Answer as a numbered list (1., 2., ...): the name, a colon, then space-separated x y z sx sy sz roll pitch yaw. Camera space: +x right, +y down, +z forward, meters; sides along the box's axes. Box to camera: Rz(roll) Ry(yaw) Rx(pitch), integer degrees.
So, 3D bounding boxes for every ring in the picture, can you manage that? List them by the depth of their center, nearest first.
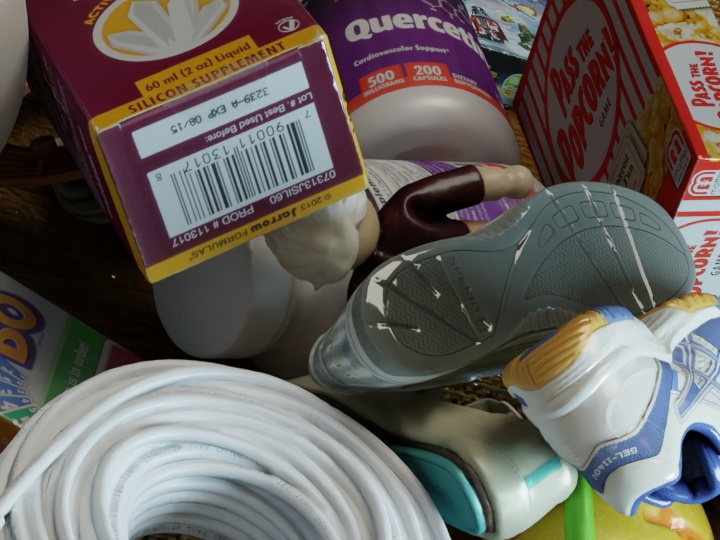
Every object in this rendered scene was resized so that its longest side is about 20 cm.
1. ring: -0.123 -0.095 1.334 0.200 0.019 0.200 -14 26 7

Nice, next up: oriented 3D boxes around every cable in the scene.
1. cable: -0.063 0.126 1.098 0.200 0.069 0.200 25 40 1

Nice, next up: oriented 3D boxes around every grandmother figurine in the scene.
1. grandmother figurine: 0.036 0.001 1.247 0.200 0.121 0.061 21 1 -36

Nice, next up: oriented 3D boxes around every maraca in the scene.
1. maraca: 0.110 0.127 1.221 0.107 0.137 0.200 -5 28 8

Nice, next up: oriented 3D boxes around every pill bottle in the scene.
1. pill bottle: 0.000 0.000 1.324 0.200 0.111 0.111 -1 42 -40
2. pill bottle: 0.017 -0.102 1.488 0.112 0.112 0.200 14 34 -23

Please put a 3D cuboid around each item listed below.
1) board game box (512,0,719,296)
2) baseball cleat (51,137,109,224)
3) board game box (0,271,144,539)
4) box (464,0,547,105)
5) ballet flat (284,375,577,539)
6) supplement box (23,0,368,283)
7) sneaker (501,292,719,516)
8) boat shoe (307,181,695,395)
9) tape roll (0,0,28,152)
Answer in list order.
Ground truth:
1. board game box: 0.141 -0.072 1.346 0.046 0.152 0.200 -1 46 -17
2. baseball cleat: -0.110 -0.073 1.384 0.106 0.070 0.200 -13 9 3
3. board game box: -0.164 0.043 1.212 0.200 0.030 0.096 29 31 6
4. box: 0.071 -0.163 1.693 0.200 0.040 0.137 14 33 -23
5. ballet flat: 0.028 0.077 1.201 0.069 0.070 0.200 6 6 -33
6. supplement box: -0.088 -0.095 1.207 0.110 0.086 0.200 -23 36 -10
7. sneaker: 0.129 0.065 1.156 0.088 0.075 0.200 57 26 13
8. boat shoe: 0.067 0.012 1.201 0.202 0.065 0.074 -19 81 -37
9. tape roll: -0.266 -0.103 1.171 0.203 0.203 0.139 38 32 15
